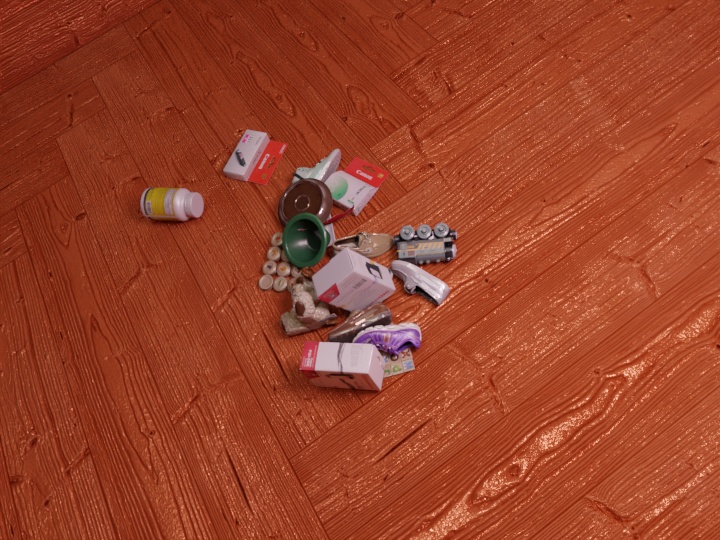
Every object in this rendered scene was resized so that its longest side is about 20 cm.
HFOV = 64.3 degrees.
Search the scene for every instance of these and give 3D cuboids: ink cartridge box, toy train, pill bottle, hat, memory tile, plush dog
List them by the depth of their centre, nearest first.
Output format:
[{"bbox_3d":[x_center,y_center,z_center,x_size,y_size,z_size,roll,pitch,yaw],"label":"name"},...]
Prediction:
[{"bbox_3d":[-0.046,0.259,1.550,0.195,0.147,0.085,0,61,19],"label":"ink cartridge box"},{"bbox_3d":[-0.018,0.037,1.625,0.145,0.198,0.084,-38,53,23],"label":"ink cartridge box"},{"bbox_3d":[-0.151,0.081,1.691,0.157,0.200,0.175,-1,64,-26],"label":"plush dog"},{"bbox_3d":[0.196,-0.075,1.733,0.195,0.085,0.117,-4,72,9],"label":"toy train"},{"bbox_3d":[-0.123,-0.102,1.823,0.197,0.175,0.170,-16,87,31],"label":"hat"},{"bbox_3d":[-0.238,-0.027,1.830,0.150,0.017,0.204,6,70,18],"label":"memory tile"},{"bbox_3d":[-0.020,-0.298,1.931,0.159,0.050,0.201,29,73,26],"label":"ink cartridge box"},{"bbox_3d":[-0.658,-0.232,2.009,0.195,0.113,0.115,3,61,15],"label":"pill bottle"},{"bbox_3d":[-0.381,-0.414,2.088,0.170,0.044,0.203,14,65,22],"label":"ink cartridge box"}]

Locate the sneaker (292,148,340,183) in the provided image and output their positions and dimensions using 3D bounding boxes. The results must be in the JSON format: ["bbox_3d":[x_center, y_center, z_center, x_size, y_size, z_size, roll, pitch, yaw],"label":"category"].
[{"bbox_3d":[-0.156,-0.357,1.977,0.117,0.074,0.202,28,73,19],"label":"sneaker"}]

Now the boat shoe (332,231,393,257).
[{"bbox_3d":[0.008,-0.084,1.781,0.195,0.065,0.073,-10,56,-3],"label":"boat shoe"}]

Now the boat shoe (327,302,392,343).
[{"bbox_3d":[-0.006,0.152,1.649,0.196,0.076,0.073,-21,54,-10],"label":"boat shoe"}]

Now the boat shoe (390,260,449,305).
[{"bbox_3d":[0.164,0.039,1.684,0.198,0.072,0.069,30,70,17],"label":"boat shoe"}]

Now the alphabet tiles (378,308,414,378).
[{"bbox_3d":[0.056,0.211,1.642,0.163,0.008,0.204,-15,59,5],"label":"alphabet tiles"}]

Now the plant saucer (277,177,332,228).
[{"bbox_3d":[-0.188,-0.217,1.883,0.195,0.032,0.205,-5,72,17],"label":"plant saucer"}]

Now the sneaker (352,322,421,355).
[{"bbox_3d":[0.073,0.199,1.597,0.195,0.081,0.085,-9,64,7],"label":"sneaker"}]

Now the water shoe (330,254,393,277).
[{"bbox_3d":[0.000,0.000,1.734,0.195,0.079,0.073,7,62,17],"label":"water shoe"}]

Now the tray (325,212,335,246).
[{"bbox_3d":[-0.142,-0.156,1.877,0.105,0.022,0.204,-18,64,13],"label":"tray"}]
